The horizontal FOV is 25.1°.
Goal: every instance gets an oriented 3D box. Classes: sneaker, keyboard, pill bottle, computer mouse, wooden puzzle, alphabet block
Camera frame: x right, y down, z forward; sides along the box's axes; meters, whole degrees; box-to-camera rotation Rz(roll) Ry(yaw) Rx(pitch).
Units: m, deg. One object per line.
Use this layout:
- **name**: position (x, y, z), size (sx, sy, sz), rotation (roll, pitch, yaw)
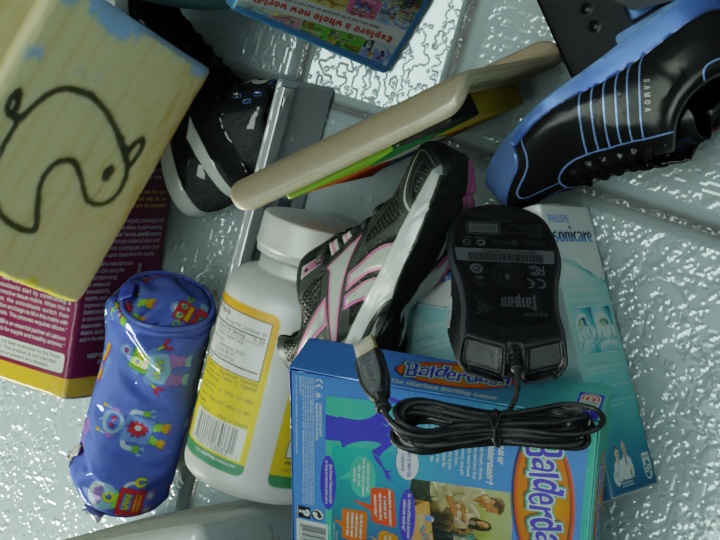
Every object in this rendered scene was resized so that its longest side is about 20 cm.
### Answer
- **sneaker**: position (0.170, -0.091, 1.040), size (0.200, 0.070, 0.078), rotation (-40, 63, 23)
- **sneaker**: position (0.000, 0.000, 1.071), size (0.086, 0.080, 0.200), rotation (33, 106, 21)
- **keyboard**: position (-0.065, -0.044, 1.222), size (0.011, 0.056, 0.201), rotation (23, 103, 37)
- **sneaker**: position (-0.111, -0.151, 1.243), size (0.112, 0.073, 0.201), rotation (-17, 91, 26)
- **pill bottle**: position (-0.054, 0.060, 1.185), size (0.113, 0.113, 0.201), rotation (19, 101, 29)
- **computer mouse**: position (0.062, 0.041, 0.994), size (0.046, 0.140, 0.200), rotation (95, 170, -46)
- **wooden puzzle**: position (0.031, -0.094, 1.087), size (0.185, 0.200, 0.037), rotation (-24, 94, 29)
- **alphabet block**: position (-0.266, -0.122, 1.148), size (0.196, 0.195, 0.200), rotation (30, 91, 31)

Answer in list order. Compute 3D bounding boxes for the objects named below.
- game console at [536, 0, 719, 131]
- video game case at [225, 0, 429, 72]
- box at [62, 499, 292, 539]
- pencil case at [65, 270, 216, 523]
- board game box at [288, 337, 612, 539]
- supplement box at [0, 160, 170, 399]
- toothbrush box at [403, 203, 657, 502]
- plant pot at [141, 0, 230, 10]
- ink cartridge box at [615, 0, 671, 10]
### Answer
- **game console**: position (0.221, -0.181, 1.066), size (0.200, 0.031, 0.177), rotation (-30, 77, 27)
- **video game case**: position (0.012, -0.246, 1.126), size (0.200, 0.143, 0.018), rotation (-58, 40, 18)
- **box**: position (-0.131, 0.282, 1.201), size (0.199, 0.171, 0.201), rotation (-14, 84, 30)
- **pencil case**: position (-0.171, 0.097, 1.247), size (0.087, 0.078, 0.200), rotation (13, 119, -10)
- **board game box**: position (0.055, 0.132, 1.035), size (0.199, 0.045, 0.153), rotation (9, 118, 15)
- **supplement box**: position (-0.240, -0.011, 1.297), size (0.131, 0.103, 0.201), rotation (15, 99, 29)
- **toothbrush box**: position (0.100, 0.068, 1.110), size (0.146, 0.085, 0.201), rotation (-18, 82, 30)
- **plant pot**: position (-0.113, -0.281, 1.173), size (0.200, 0.161, 0.201), rotation (-7, 79, 37)
- **ink cartridge box**: position (0.201, -0.281, 1.033), size (0.116, 0.067, 0.201), rotation (-10, 80, 32)
